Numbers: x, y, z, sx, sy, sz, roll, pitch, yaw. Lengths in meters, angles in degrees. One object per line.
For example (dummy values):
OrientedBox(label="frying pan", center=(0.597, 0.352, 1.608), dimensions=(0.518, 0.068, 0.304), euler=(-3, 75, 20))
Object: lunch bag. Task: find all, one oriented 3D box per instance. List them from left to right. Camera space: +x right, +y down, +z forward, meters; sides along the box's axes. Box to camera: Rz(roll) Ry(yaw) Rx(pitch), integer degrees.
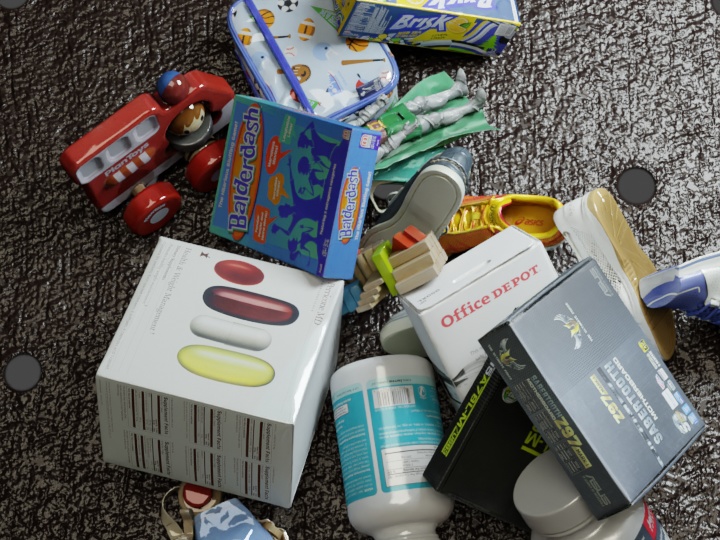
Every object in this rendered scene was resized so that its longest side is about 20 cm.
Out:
OrientedBox(label="lunch bag", center=(-0.055, -0.231, 1.725), dimensions=(0.159, 0.076, 0.201), euler=(-25, 68, -9))

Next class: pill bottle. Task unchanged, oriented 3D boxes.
OrientedBox(label="pill bottle", center=(0.034, 0.194, 1.577), dimensions=(0.109, 0.111, 0.202), euler=(-8, 73, 0))
OrientedBox(label="pill bottle", center=(0.233, 0.267, 1.493), dimensions=(0.119, 0.119, 0.201), euler=(-41, 117, -10))

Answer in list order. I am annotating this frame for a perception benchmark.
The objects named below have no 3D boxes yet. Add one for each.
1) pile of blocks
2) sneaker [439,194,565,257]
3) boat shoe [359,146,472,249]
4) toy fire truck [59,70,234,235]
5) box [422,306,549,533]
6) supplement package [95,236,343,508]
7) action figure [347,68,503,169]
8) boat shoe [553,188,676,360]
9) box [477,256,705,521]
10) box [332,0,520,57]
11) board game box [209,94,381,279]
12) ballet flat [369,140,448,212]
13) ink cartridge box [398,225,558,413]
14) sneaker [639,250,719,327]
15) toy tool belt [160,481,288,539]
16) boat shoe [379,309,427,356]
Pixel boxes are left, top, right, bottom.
OrientedBox(label="pile of blocks", center=(0.000, 0.000, 1.601), dimensions=(0.082, 0.199, 0.063), euler=(-41, 104, -45))
OrientedBox(label="sneaker", center=(0.126, -0.057, 1.667), dimensions=(0.198, 0.077, 0.074), euler=(-5, 73, 10))
OrientedBox(label="boat shoe", center=(0.056, -0.055, 1.622), dimensions=(0.074, 0.201, 0.062), euler=(33, 45, 3))
OrientedBox(label="toy fire truck", center=(-0.219, -0.140, 1.659), dimensions=(0.199, 0.168, 0.112), euler=(-36, 75, -9))
OrientedBox(label="box", center=(0.189, 0.161, 1.534), dimensions=(0.199, 0.047, 0.195), euler=(27, 94, -25))
OrientedBox(label="supplement package", center=(-0.137, 0.100, 1.563), dimensions=(0.198, 0.148, 0.192), euler=(13, 49, 6))
OrientedBox(label="action figure", center=(0.038, -0.152, 1.658), dimensions=(0.199, 0.055, 0.118), euler=(-27, 46, -18))
OrientedBox(label="boat shoe", center=(0.265, 0.010, 1.629), dimensions=(0.069, 0.071, 0.201), euler=(-19, 108, 34))
OrientedBox(label="box", center=(0.217, 0.106, 1.438), dimensions=(0.157, 0.051, 0.201), euler=(-31, 86, -45))
OrientedBox(label="box", center=(0.072, -0.290, 1.705), dimensions=(0.198, 0.064, 0.071), euler=(5, 59, -23))
OrientedBox(label="board game box", center=(-0.071, -0.089, 1.612), dimensions=(0.199, 0.045, 0.154), euler=(20, 102, 47))
OrientedBox(label="ballet flat", center=(0.001, -0.096, 1.694), dimensions=(0.198, 0.067, 0.071), euler=(-7, 87, 2))
OrientedBox(label="ink cartridge box", center=(0.148, 0.079, 1.572), dimensions=(0.144, 0.084, 0.201), euler=(-30, 110, -7))
OrientedBox(label="sneaker", center=(0.391, 0.039, 1.605), dimensions=(0.198, 0.080, 0.117), euler=(-6, 80, -31))
OrientedBox(label="toy tool belt", center=(-0.132, 0.284, 1.550), dimensions=(0.124, 0.123, 0.201), euler=(-26, 73, -6))
OrientedBox(label="boat shoe", center=(0.112, 0.034, 1.653), dimensions=(0.199, 0.070, 0.072), euler=(-16, 56, -3))
